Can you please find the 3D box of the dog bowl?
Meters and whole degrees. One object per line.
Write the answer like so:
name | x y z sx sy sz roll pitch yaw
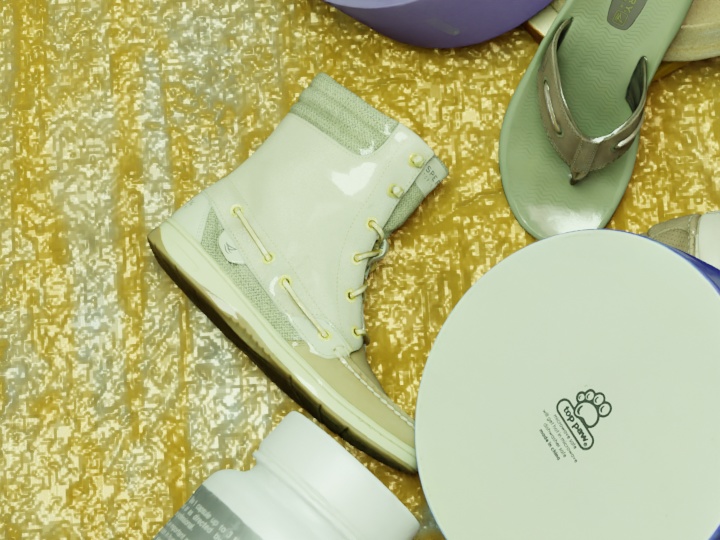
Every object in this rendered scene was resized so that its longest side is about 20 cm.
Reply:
dog bowl | 0.130 0.082 1.079 0.199 0.079 0.201 -8 75 31

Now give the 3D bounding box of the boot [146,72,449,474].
boot | 0.000 0.000 1.151 0.200 0.072 0.155 43 79 10

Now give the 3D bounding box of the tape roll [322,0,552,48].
tape roll | 0.039 -0.232 1.150 0.199 0.085 0.201 -6 78 29

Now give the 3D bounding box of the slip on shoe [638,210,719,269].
slip on shoe | 0.187 0.067 1.131 0.060 0.076 0.201 -8 78 13

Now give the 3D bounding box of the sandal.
sandal | 0.127 -0.102 1.135 0.079 0.057 0.202 18 118 2

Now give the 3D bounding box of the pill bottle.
pill bottle | -0.068 0.179 1.089 0.113 0.113 0.200 41 82 9

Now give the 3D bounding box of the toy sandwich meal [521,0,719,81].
toy sandwich meal | 0.170 -0.199 1.196 0.204 0.070 0.207 1 76 -2
